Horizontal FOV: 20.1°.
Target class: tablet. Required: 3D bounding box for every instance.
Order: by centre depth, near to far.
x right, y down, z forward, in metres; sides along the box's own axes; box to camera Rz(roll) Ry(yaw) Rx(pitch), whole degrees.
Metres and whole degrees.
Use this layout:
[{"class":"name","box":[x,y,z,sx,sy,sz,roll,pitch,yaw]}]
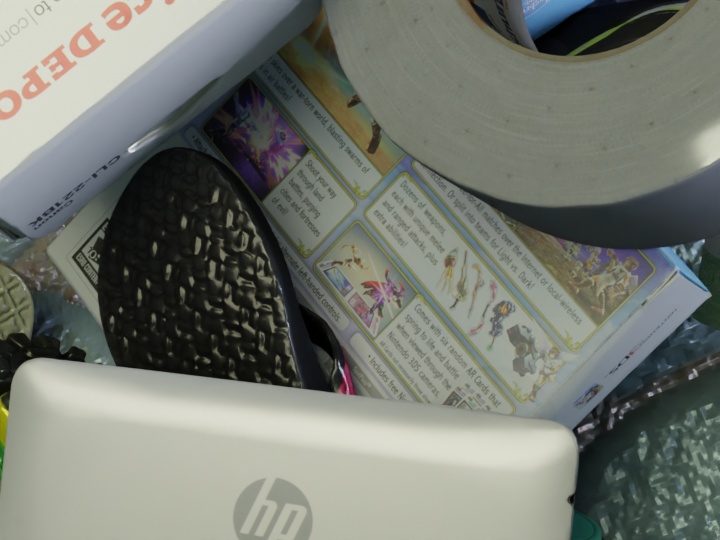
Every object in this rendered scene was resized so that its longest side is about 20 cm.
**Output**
[{"class":"tablet","box":[-0.030,0.104,0.685,0.199,0.014,0.131,6,93,13]}]

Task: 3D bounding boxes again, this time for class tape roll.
[{"class":"tape roll","box":[0.087,-0.112,0.678,0.199,0.066,0.202,-6,76,26]}]

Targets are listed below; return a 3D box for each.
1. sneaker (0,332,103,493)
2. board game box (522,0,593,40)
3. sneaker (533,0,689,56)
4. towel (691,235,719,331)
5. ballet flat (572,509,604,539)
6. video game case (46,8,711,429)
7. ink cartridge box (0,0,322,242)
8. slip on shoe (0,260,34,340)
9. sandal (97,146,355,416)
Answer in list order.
[{"class":"sneaker","box":[-0.083,0.119,0.754,0.200,0.078,0.085,47,117,8]},{"class":"board game box","box":[0.053,-0.196,0.844,0.153,0.040,0.200,-33,62,-18]},{"class":"sneaker","box":[0.076,-0.059,0.822,0.199,0.083,0.072,-18,111,32]},{"class":"towel","box":[0.201,-0.043,0.714,0.152,0.023,0.201,23,125,27]},{"class":"ballet flat","box":[0.004,0.106,0.803,0.199,0.067,0.064,14,107,26]},{"class":"video game case","box":[0.000,0.000,0.762,0.181,0.045,0.200,-46,62,12]},{"class":"ink cartridge box","box":[-0.127,-0.132,0.700,0.144,0.084,0.200,-38,84,-2]},{"class":"slip on shoe","box":[-0.197,0.088,0.888,0.061,0.074,0.201,13,85,60]},{"class":"sandal","box":[-0.031,0.051,0.723,0.075,0.045,0.201,-32,80,23]}]
